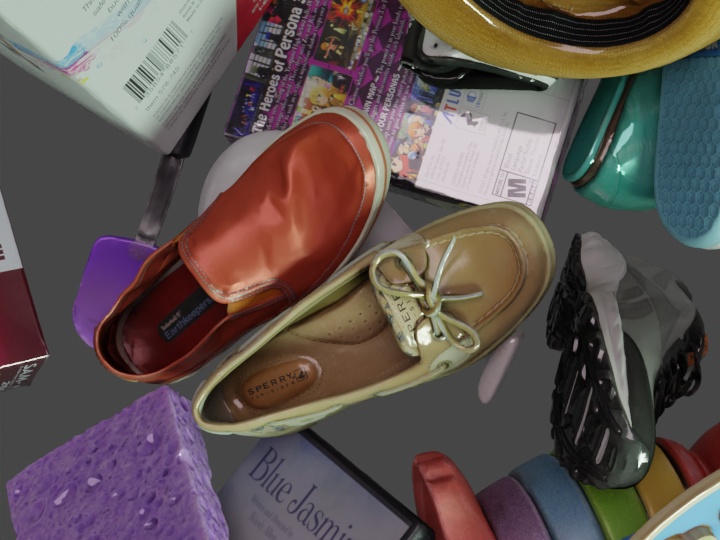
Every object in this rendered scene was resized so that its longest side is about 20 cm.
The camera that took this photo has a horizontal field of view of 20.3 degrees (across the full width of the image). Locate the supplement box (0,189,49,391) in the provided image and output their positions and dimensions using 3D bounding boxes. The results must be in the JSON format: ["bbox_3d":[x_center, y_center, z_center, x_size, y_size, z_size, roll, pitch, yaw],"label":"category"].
[{"bbox_3d":[-0.274,0.025,1.044,0.199,0.061,0.109,-14,78,-24],"label":"supplement box"}]

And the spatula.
[{"bbox_3d":[-0.107,-0.050,1.099,0.056,0.021,0.201,16,80,-3],"label":"spatula"}]

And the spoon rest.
[{"bbox_3d":[0.000,0.000,1.061,0.199,0.061,0.100,31,110,16],"label":"spoon rest"}]

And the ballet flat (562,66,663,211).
[{"bbox_3d":[0.169,-0.123,1.070,0.070,0.067,0.201,21,82,-15],"label":"ballet flat"}]

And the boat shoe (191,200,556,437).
[{"bbox_3d":[0.007,0.032,0.995,0.199,0.063,0.074,-33,83,21],"label":"boat shoe"}]

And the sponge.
[{"bbox_3d":[-0.113,0.164,1.002,0.111,0.030,0.201,-31,51,15],"label":"sponge"}]

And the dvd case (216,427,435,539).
[{"bbox_3d":[-0.063,0.178,1.011,0.200,0.018,0.143,-51,36,-4],"label":"dvd case"}]

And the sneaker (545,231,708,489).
[{"bbox_3d":[0.135,0.042,0.981,0.079,0.200,0.074,15,116,-1],"label":"sneaker"}]

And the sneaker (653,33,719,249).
[{"bbox_3d":[0.223,-0.109,1.025,0.130,0.079,0.201,4,99,-30],"label":"sneaker"}]

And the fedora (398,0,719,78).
[{"bbox_3d":[0.099,-0.180,0.954,0.199,0.201,0.082,6,51,7],"label":"fedora"}]

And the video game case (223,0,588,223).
[{"bbox_3d":[0.041,-0.139,1.093,0.180,0.036,0.201,16,82,8],"label":"video game case"}]

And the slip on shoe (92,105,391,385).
[{"bbox_3d":[-0.061,-0.007,1.021,0.200,0.061,0.074,-40,81,23],"label":"slip on shoe"}]

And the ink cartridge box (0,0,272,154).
[{"bbox_3d":[-0.149,-0.182,1.022,0.144,0.200,0.146,32,84,26],"label":"ink cartridge box"}]

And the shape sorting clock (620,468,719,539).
[{"bbox_3d":[0.183,0.161,0.954,0.200,0.200,0.039,-40,46,-2],"label":"shape sorting clock"}]

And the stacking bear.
[{"bbox_3d":[0.138,0.129,0.999,0.199,0.114,0.122,-18,61,-8],"label":"stacking bear"}]

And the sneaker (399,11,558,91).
[{"bbox_3d":[0.038,-0.170,1.041,0.200,0.076,0.116,40,83,8],"label":"sneaker"}]
